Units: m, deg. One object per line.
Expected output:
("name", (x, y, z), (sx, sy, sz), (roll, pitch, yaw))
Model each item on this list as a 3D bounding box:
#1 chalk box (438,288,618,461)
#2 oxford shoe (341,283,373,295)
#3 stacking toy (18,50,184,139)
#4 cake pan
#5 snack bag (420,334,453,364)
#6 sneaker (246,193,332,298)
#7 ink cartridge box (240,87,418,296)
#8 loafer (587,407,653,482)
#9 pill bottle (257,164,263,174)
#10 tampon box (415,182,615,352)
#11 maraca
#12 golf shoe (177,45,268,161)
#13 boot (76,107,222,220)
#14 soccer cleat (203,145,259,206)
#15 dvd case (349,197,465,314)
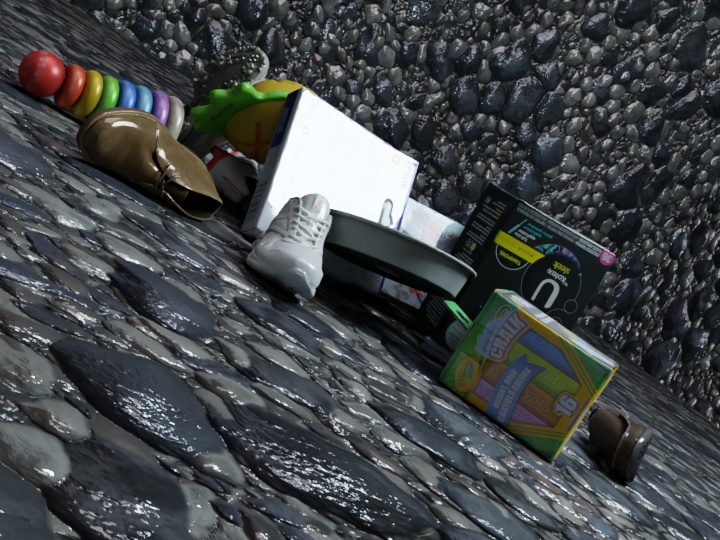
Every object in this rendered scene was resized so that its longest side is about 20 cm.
("chalk box", (0.172, 0.102, 1.263), (0.199, 0.124, 0.124), (34, 8, 15))
("oxford shoe", (0.000, 0.000, 1.492), (0.071, 0.072, 0.199), (1, -10, 34))
("stacking toy", (-0.316, -0.209, 1.347), (0.199, 0.086, 0.085), (25, 10, -33))
("cake pan", (0.036, -0.016, 1.292), (0.199, 0.037, 0.200), (22, -5, 2))
("snack bag", (0.173, 0.140, 1.425), (0.199, 0.021, 0.188), (35, 6, 11))
("sneaker", (-0.068, -0.037, 1.189), (0.078, 0.100, 0.200), (30, 7, -16))
("ink cartridge box", (-0.034, -0.094, 1.393), (0.199, 0.201, 0.040), (30, -23, -30))
("loafer", (0.321, 0.217, 1.427), (0.071, 0.074, 0.200), (23, 1, 5))
("pill bottle", (-0.071, -0.101, 1.532), (0.113, 0.114, 0.200), (30, 4, -24))
("tampon box", (0.189, 0.020, 1.392), (0.149, 0.201, 0.126), (27, 8, -14))
("maraca", (-0.123, -0.194, 1.440), (0.199, 0.137, 0.108), (10, 57, -41))
("golf shoe", (-0.188, -0.221, 1.516), (0.097, 0.200, 0.079), (27, 31, -52))
("boot", (-0.215, -0.111, 1.183), (0.076, 0.074, 0.200), (49, 12, 32))
("soccer cleat", (-0.168, -0.126, 1.530), (0.085, 0.069, 0.200), (47, 7, 0))
("dvd case", (0.083, -0.012, 1.482), (0.199, 0.147, 0.022), (25, -25, -27))
